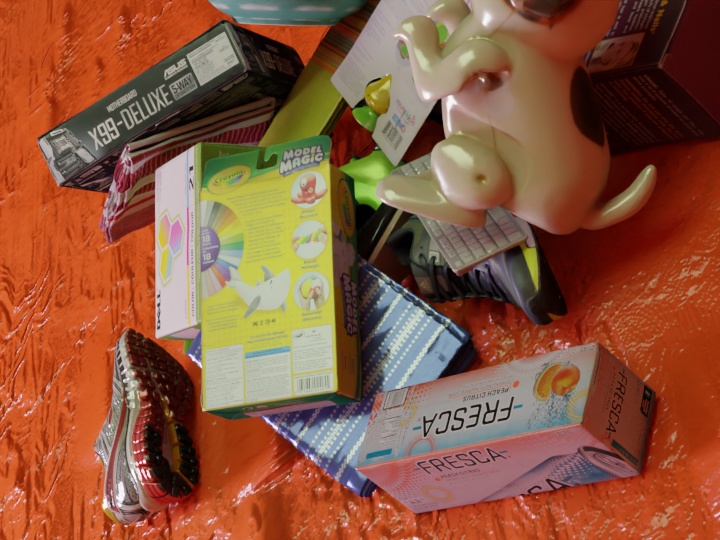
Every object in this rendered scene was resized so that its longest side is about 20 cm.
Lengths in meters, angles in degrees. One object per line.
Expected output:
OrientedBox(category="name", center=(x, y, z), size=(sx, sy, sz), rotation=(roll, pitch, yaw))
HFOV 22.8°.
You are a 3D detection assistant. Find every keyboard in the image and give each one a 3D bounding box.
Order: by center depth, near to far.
OrientedBox(category="keyboard", center=(0.068, -0.048, 1.296), size=(0.056, 0.011, 0.200), rotation=(-31, 26, 1))

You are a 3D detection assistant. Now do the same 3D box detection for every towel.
OrientedBox(category="towel", center=(-0.023, 0.059, 1.336), size=(0.200, 0.024, 0.145), rotation=(36, 92, 30))
OrientedBox(category="towel", center=(-0.035, -0.141, 1.495), size=(0.200, 0.018, 0.086), rotation=(-58, 32, 5))
OrientedBox(category="towel", center=(-0.153, -0.086, 1.578), size=(0.144, 0.023, 0.200), rotation=(-22, -12, -20))

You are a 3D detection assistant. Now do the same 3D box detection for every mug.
OrientedBox(category="mug", center=(-0.049, -0.256, 1.445), size=(0.185, 0.152, 0.115), rotation=(14, 105, 49))

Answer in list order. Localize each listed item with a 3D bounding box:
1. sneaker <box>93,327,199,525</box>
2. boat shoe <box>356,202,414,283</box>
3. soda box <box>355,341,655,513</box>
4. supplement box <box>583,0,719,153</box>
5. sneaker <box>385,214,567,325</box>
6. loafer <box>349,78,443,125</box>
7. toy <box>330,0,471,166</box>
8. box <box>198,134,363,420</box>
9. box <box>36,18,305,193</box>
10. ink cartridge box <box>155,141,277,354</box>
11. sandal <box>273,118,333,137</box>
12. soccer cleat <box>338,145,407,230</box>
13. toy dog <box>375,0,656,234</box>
OrientedBox(category="sneaker", center=(-0.193, 0.128, 1.509), size=(0.082, 0.078, 0.200), rotation=(-37, 34, 22))
OrientedBox(category="boat shoe", center=(-0.001, -0.001, 1.394), size=(0.063, 0.074, 0.202), rotation=(26, 80, 28))
OrientedBox(category="soda box", center=(0.093, 0.107, 1.181), size=(0.199, 0.068, 0.064), rotation=(-17, 45, 43))
OrientedBox(category="supplement box", center=(0.185, -0.153, 1.314), size=(0.200, 0.086, 0.111), rotation=(-6, 53, 50))
OrientedBox(category="sneaker", center=(0.083, -0.001, 1.286), size=(0.081, 0.074, 0.200), rotation=(-31, 24, -8))
OrientedBox(category="loafer", center=(0.041, -0.164, 1.518), size=(0.200, 0.072, 0.073), rotation=(5, 63, 54))
OrientedBox(category="toy", center=(0.063, -0.190, 1.391), size=(0.200, 0.047, 0.115), rotation=(-54, 48, 24))
OrientedBox(category="box", center=(-0.061, 0.004, 1.332), size=(0.117, 0.048, 0.201), rotation=(-9, 74, 24))
OrientedBox(category="box", center=(-0.155, -0.134, 1.545), size=(0.199, 0.158, 0.050), rotation=(-30, 79, 17))
OrientedBox(category="ink cartridge box", center=(-0.139, -0.011, 1.500), size=(0.200, 0.075, 0.149), rotation=(-20, 69, 59))
OrientedBox(category="sandal", center=(-0.062, -0.122, 1.643), size=(0.075, 0.045, 0.200), rotation=(-59, 18, -23))
OrientedBox(category="soccer cleat", center=(-0.037, -0.041, 1.503), size=(0.199, 0.067, 0.081), rotation=(-18, 57, 40))
OrientedBox(category="toy dog", center=(0.110, -0.132, 1.202), size=(0.193, 0.139, 0.201), rotation=(22, 115, 30))
